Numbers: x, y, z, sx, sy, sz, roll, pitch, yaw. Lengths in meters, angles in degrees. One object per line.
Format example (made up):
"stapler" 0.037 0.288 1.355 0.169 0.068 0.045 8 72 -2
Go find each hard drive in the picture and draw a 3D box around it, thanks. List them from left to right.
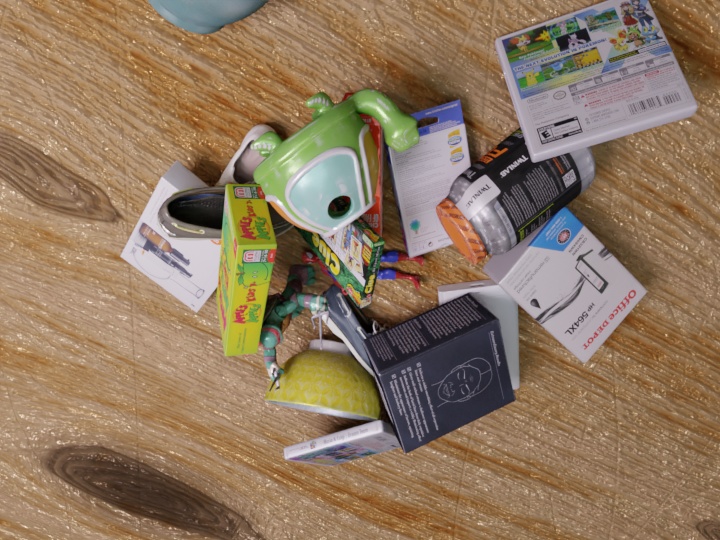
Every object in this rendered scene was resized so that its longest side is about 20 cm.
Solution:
"hard drive" 0.202 0.116 0.905 0.126 0.026 0.207 -7 113 6

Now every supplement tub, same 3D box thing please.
"supplement tub" 0.205 -0.108 0.725 0.198 0.123 0.124 -37 110 -1

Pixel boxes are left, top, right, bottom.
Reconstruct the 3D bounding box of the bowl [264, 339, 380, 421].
"bowl" -0.055 0.179 0.888 0.192 0.201 0.112 11 72 -2

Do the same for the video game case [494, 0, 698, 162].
"video game case" 0.287 -0.247 0.673 0.193 0.189 0.022 -15 159 10

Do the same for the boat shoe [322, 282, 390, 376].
"boat shoe" 0.010 0.104 0.881 0.062 0.075 0.201 -40 97 14

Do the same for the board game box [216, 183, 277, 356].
"board game box" -0.150 0.005 0.679 0.046 0.104 0.204 -3 138 -22

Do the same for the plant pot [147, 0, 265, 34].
"plant pot" -0.187 -0.374 0.625 0.199 0.203 0.133 40 138 -16

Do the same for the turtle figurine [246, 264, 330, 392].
"turtle figurine" -0.113 0.076 0.804 0.100 0.202 0.150 38 112 -16

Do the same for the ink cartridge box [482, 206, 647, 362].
"ink cartridge box" 0.308 0.014 0.809 0.198 0.085 0.147 38 99 -13

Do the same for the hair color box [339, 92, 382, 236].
"hair color box" 0.003 -0.136 0.753 0.061 0.112 0.207 0 114 3

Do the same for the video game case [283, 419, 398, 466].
"video game case" -0.013 0.306 0.932 0.176 0.024 0.200 -19 153 14

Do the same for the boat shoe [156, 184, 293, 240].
"boat shoe" -0.168 -0.077 0.715 0.195 0.060 0.075 -6 85 -25

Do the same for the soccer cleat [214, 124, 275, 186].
"soccer cleat" -0.181 -0.121 0.786 0.068 0.078 0.203 28 113 -10

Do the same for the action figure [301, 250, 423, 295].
"action figure" 0.000 0.000 0.825 0.192 0.100 0.068 8 115 2

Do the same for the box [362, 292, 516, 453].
"box" 0.121 0.154 0.825 0.194 0.107 0.153 -22 113 -6

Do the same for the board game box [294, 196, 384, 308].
"board game box" -0.038 -0.054 0.731 0.023 0.200 0.107 -18 137 -29

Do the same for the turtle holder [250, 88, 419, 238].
"turtle holder" -0.031 -0.128 0.632 0.184 0.140 0.134 -37 99 -20

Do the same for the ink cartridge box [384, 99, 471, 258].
"ink cartridge box" 0.104 -0.133 0.780 0.115 0.042 0.206 -16 116 -3

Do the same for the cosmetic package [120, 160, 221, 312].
"cosmetic package" -0.261 -0.042 0.808 0.149 0.053 0.199 36 131 -14
